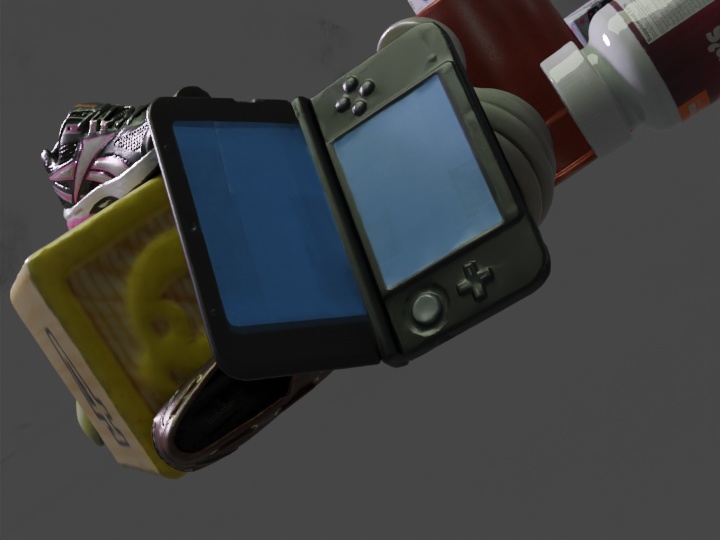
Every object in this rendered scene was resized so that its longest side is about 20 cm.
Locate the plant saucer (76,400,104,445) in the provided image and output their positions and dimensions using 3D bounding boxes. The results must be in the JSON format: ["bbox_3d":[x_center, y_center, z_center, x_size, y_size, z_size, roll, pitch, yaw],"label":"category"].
[{"bbox_3d":[-0.313,0.110,1.268,0.031,0.203,0.200,7,3,-5],"label":"plant saucer"}]

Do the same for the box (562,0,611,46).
[{"bbox_3d":[0.290,-0.265,1.249,0.132,0.115,0.200,-34,5,-8],"label":"box"}]

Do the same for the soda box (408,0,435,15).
[{"bbox_3d":[0.081,-0.301,0.992,0.063,0.068,0.200,-34,6,-5],"label":"soda box"}]

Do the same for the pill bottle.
[{"bbox_3d":[0.247,-0.178,0.805,0.199,0.110,0.110,-33,6,13],"label":"pill bottle"}]

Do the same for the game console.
[{"bbox_3d":[-0.010,-0.051,0.628,0.175,0.202,0.116,-30,-27,21],"label":"game console"}]

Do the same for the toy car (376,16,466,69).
[{"bbox_3d":[0.030,-0.102,0.901,0.200,0.150,0.175,-41,9,50],"label":"toy car"}]

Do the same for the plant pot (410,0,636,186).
[{"bbox_3d":[0.135,-0.178,1.001,0.200,0.196,0.201,-33,5,3],"label":"plant pot"}]

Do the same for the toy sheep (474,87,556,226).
[{"bbox_3d":[0.078,-0.073,0.757,0.137,0.138,0.201,-28,23,46],"label":"toy sheep"}]

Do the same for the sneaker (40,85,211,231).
[{"bbox_3d":[-0.198,-0.100,0.833,0.199,0.087,0.080,-28,9,37],"label":"sneaker"}]

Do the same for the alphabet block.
[{"bbox_3d":[-0.154,0.037,0.864,0.195,0.197,0.200,-37,7,-23],"label":"alphabet block"}]

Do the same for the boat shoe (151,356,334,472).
[{"bbox_3d":[-0.062,0.066,0.739,0.200,0.070,0.070,-45,2,-19],"label":"boat shoe"}]
